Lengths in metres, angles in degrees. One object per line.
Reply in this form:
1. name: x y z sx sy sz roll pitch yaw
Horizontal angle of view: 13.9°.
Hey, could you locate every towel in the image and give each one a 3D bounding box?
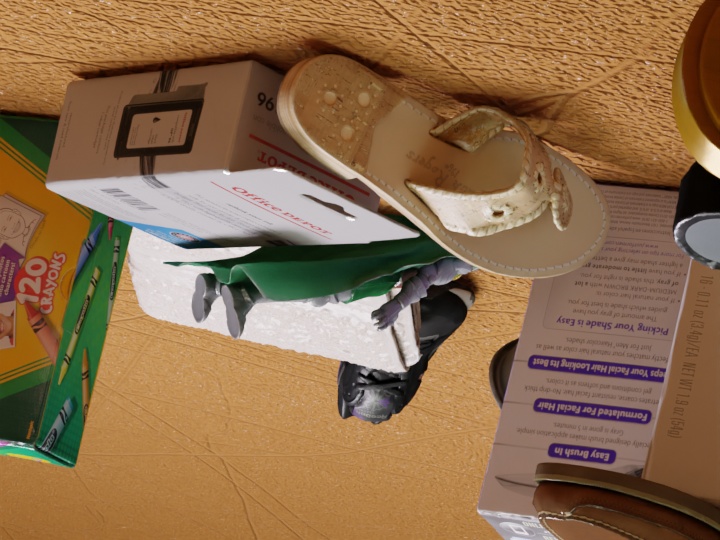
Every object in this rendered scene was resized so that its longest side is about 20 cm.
1. towel: -0.059 0.004 1.859 0.199 0.035 0.133 11 145 16

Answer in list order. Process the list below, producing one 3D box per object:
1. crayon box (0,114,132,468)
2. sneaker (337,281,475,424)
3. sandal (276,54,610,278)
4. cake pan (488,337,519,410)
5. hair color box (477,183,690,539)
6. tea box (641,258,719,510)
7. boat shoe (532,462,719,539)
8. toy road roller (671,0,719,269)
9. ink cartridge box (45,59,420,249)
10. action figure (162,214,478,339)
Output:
1. crayon box: -0.211 0.010 1.768 0.118 0.201 0.058 6 165 24
2. sneaker: 0.026 0.056 1.962 0.076 0.088 0.200 14 165 -3
3. sandal: 0.059 -0.052 1.539 0.211 0.078 0.070 26 168 -25
4. cake pan: 0.178 0.086 1.833 0.200 0.037 0.200 20 -154 -10
5. hair color box: 0.144 0.056 1.620 0.109 0.200 0.065 6 158 26
6. tea box: 0.263 0.048 1.493 0.196 0.201 0.134 8 164 17
7. boat shoe: 0.154 0.153 1.449 0.200 0.068 0.072 29 163 -38
8. toy road roller: 0.232 -0.065 1.260 0.199 0.123 0.146 14 155 0
9. ink cartridge box: -0.065 -0.062 1.629 0.200 0.068 0.116 -1 161 46
10. action figure: 0.000 0.000 1.724 0.200 0.055 0.118 -11 -161 -30
